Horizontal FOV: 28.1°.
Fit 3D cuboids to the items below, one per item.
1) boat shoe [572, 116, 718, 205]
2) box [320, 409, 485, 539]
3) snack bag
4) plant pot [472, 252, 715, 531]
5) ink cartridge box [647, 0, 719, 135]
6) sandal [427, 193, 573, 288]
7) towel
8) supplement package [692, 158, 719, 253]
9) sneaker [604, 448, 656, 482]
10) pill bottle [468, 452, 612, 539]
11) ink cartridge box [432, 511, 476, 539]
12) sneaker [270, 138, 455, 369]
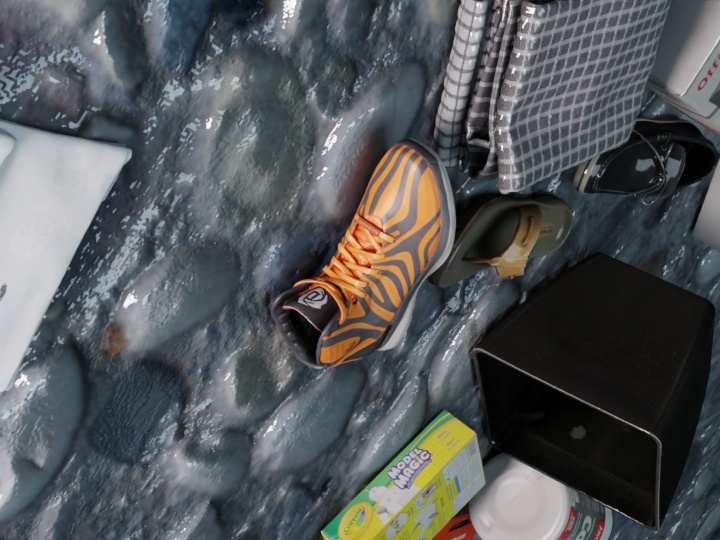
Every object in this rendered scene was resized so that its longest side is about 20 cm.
[{"bbox_3d":[0.272,-0.103,1.356,0.200,0.062,0.075,-13,133,-46],"label":"boat shoe"},{"bbox_3d":[0.036,0.241,1.405,0.200,0.048,0.117,-44,149,-19],"label":"box"},{"bbox_3d":[-0.233,-0.001,0.808,0.200,0.021,0.189,9,114,-57],"label":"snack bag"},{"bbox_3d":[0.250,0.106,1.428,0.177,0.199,0.200,-51,151,-24],"label":"plant pot"},{"bbox_3d":[0.327,-0.210,1.298,0.200,0.085,0.146,17,107,-56],"label":"ink cartridge box"},{"bbox_3d":[0.135,-0.021,1.257,0.200,0.055,0.082,-8,128,-51],"label":"sandal"},{"bbox_3d":[0.155,-0.159,1.114,0.200,0.086,0.166,-25,139,-39],"label":"towel"},{"bbox_3d":[0.485,-0.088,1.612,0.200,0.114,0.110,-28,143,-38],"label":"supplement package"},{"bbox_3d":[0.280,0.172,1.566,0.075,0.200,0.106,37,82,-21],"label":"sneaker"},{"bbox_3d":[0.207,0.268,1.599,0.114,0.114,0.200,-55,150,4],"label":"pill bottle"},{"bbox_3d":[0.096,0.360,1.606,0.109,0.050,0.200,-10,130,-49],"label":"ink cartridge box"},{"bbox_3d":[0.000,0.000,1.073,0.112,0.078,0.200,-23,139,-42],"label":"sneaker"}]
